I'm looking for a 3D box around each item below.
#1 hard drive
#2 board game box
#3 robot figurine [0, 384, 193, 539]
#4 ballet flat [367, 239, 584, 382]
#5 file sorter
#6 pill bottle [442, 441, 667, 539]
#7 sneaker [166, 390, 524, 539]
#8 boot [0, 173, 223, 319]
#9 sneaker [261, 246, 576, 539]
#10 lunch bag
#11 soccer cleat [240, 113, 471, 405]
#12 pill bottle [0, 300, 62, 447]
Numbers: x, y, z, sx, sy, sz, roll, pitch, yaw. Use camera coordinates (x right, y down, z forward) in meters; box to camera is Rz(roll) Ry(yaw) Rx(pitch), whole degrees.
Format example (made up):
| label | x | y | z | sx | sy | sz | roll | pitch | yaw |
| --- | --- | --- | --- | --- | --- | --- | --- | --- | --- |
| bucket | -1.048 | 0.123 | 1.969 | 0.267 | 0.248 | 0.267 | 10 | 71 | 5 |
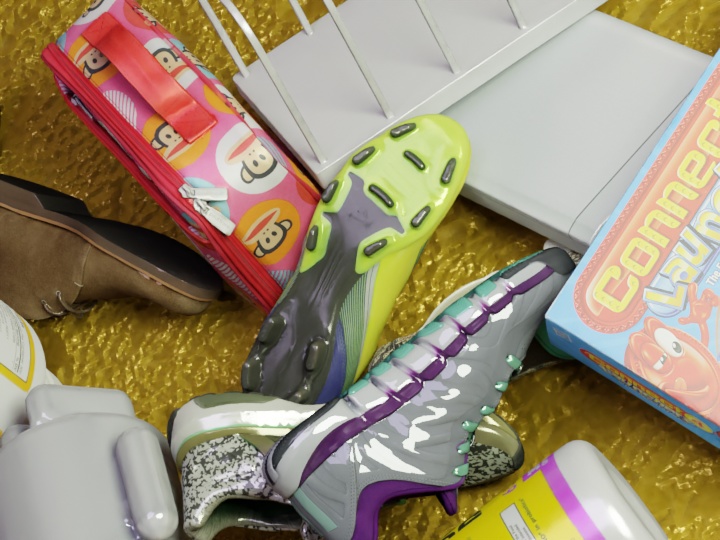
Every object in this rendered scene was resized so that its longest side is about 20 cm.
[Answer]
| label | x | y | z | sx | sy | sz | roll | pitch | yaw |
| --- | --- | --- | --- | --- | --- | --- | --- | --- | --- |
| hard drive | 0.113 | -0.086 | 1.690 | 0.132 | 0.027 | 0.200 | -47 | 38 | -11 |
| board game box | 0.229 | 0.000 | 1.556 | 0.195 | 0.056 | 0.201 | 32 | 82 | 14 |
| robot figurine | -0.147 | 0.160 | 1.683 | 0.170 | 0.112 | 0.201 | -57 | 39 | 44 |
| ballet flat | 0.089 | 0.025 | 1.663 | 0.199 | 0.068 | 0.076 | -25 | 40 | 18 |
| file sorter | 0.012 | -0.173 | 1.725 | 0.199 | 0.125 | 0.139 | -33 | 36 | -5 |
| pill bottle | 0.066 | 0.185 | 1.549 | 0.200 | 0.104 | 0.104 | -37 | 53 | 6 |
| sneaker | -0.010 | 0.118 | 1.632 | 0.199 | 0.077 | 0.089 | -4 | 51 | 10 |
| boot | -0.163 | 0.003 | 1.816 | 0.199 | 0.073 | 0.076 | 21 | 95 | 39 |
| sneaker | 0.047 | 0.074 | 1.586 | 0.200 | 0.074 | 0.088 | -38 | 89 | -7 |
| lunch bag | -0.095 | -0.074 | 1.740 | 0.082 | 0.176 | 0.200 | -42 | 51 | -2 |
| soccer cleat | -0.001 | 0.000 | 1.696 | 0.065 | 0.084 | 0.201 | 33 | 95 | 17 |
| pill bottle | -0.250 | 0.050 | 1.744 | 0.104 | 0.200 | 0.105 | -13 | 59 | 22 |
